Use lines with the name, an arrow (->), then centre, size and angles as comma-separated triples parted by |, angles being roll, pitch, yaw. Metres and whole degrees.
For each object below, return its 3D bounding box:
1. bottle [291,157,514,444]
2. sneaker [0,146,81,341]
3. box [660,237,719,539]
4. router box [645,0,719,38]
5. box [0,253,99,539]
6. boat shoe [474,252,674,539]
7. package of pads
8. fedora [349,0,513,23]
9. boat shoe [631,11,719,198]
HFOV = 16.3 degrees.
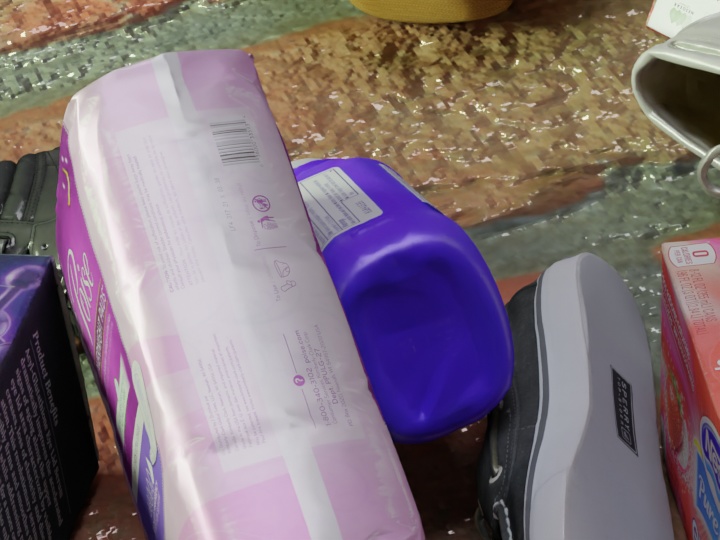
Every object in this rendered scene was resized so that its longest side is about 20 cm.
bottle -> 0.000, 0.000, 0.948 | 0.065, 0.084, 0.200 | -24, 19, -6
sneaker -> -0.112, 0.013, 0.992 | 0.099, 0.071, 0.200 | -14, 35, -1
box -> 0.165, 0.079, 0.830 | 0.102, 0.095, 0.200 | -6, 36, -2
router box -> 0.243, -0.070, 0.984 | 0.179, 0.049, 0.200 | 6, 20, -45
box -> -0.191, 0.089, 0.867 | 0.147, 0.105, 0.200 | 1, 38, 12
boat shoe -> 0.070, 0.075, 0.888 | 0.057, 0.069, 0.200 | -29, 30, 25
package of pads -> -0.044, 0.039, 0.837 | 0.075, 0.121, 0.201 | -12, 63, -16
fedora -> 0.033, -0.173, 1.202 | 0.200, 0.082, 0.201 | -7, 31, 4
boat shoe -> 0.154, -0.035, 0.843 | 0.086, 0.075, 0.202 | -19, 36, -20
